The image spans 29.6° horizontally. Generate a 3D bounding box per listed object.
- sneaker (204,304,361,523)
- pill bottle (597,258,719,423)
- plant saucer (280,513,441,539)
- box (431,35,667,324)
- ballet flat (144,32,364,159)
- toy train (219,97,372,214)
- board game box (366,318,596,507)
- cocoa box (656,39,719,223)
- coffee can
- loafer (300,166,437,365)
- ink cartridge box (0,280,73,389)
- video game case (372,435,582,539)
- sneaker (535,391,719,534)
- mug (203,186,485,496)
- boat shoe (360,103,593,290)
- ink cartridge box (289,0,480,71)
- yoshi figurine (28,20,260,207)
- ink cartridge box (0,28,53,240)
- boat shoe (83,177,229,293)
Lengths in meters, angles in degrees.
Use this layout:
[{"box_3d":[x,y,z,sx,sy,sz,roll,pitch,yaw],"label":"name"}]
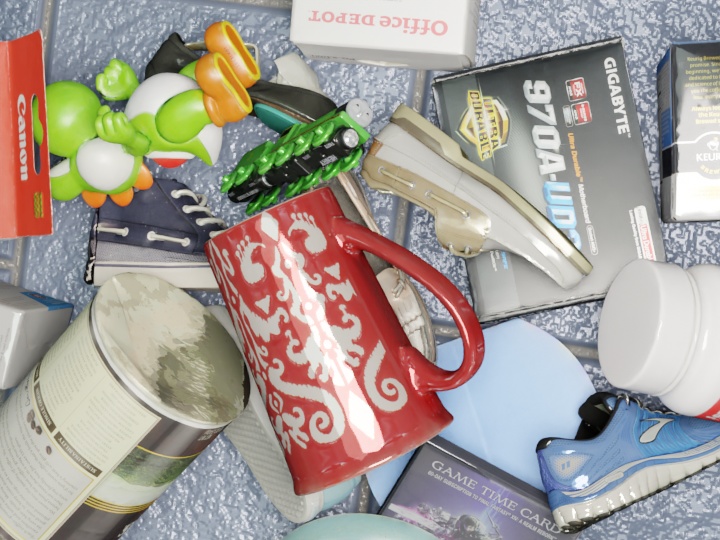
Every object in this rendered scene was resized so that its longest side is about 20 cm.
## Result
[{"box_3d":[-0.069,0.112,1.134,0.201,0.081,0.074,60,140,17],"label":"sneaker"},{"box_3d":[0.286,0.060,1.017,0.198,0.114,0.115,12,93,-16],"label":"pill bottle"},{"box_3d":[0.007,0.288,1.100,0.198,0.027,0.202,5,116,9],"label":"plant saucer"},{"box_3d":[0.151,-0.070,1.089,0.157,0.046,0.203,-11,83,8],"label":"box"},{"box_3d":[-0.083,-0.151,1.123,0.198,0.068,0.069,19,82,7],"label":"ballet flat"},{"box_3d":[-0.050,-0.090,1.064,0.042,0.199,0.057,40,63,-19],"label":"toy train"},{"box_3d":[0.099,0.134,1.118,0.198,0.039,0.160,-20,82,6],"label":"board game box"},{"box_3d":[0.327,-0.105,1.029,0.197,0.133,0.133,-2,91,8],"label":"cocoa box"},{"box_3d":[-0.203,0.122,1.077,0.146,0.146,0.200,46,115,4],"label":"coffee can"},{"box_3d":[0.000,0.000,1.098,0.071,0.063,0.202,-25,77,2],"label":"loafer"},{"box_3d":[-0.357,0.033,1.139,0.198,0.116,0.069,17,94,8],"label":"ink cartridge box"},{"box_3d":[0.070,0.236,1.087,0.142,0.019,0.201,28,116,-2],"label":"video game case"},{"box_3d":[0.219,0.126,1.048,0.198,0.079,0.090,-17,74,-30],"label":"sneaker"},{"box_3d":[-0.011,0.041,1.031,0.176,0.133,0.202,-25,89,-2],"label":"mug"},{"box_3d":[0.086,-0.043,1.041,0.200,0.075,0.069,40,94,22],"label":"boat shoe"},{"box_3d":[0.027,-0.269,1.092,0.143,0.083,0.203,5,92,8],"label":"ink cartridge box"},{"box_3d":[-0.184,-0.129,1.073,0.199,0.112,0.113,-27,71,21],"label":"yoshi figurine"},{"box_3d":[-0.315,-0.102,1.105,0.050,0.199,0.164,-4,92,-36],"label":"ink cartridge box"},{"box_3d":[-0.133,-0.030,1.127,0.197,0.075,0.094,1,85,7],"label":"boat shoe"}]
